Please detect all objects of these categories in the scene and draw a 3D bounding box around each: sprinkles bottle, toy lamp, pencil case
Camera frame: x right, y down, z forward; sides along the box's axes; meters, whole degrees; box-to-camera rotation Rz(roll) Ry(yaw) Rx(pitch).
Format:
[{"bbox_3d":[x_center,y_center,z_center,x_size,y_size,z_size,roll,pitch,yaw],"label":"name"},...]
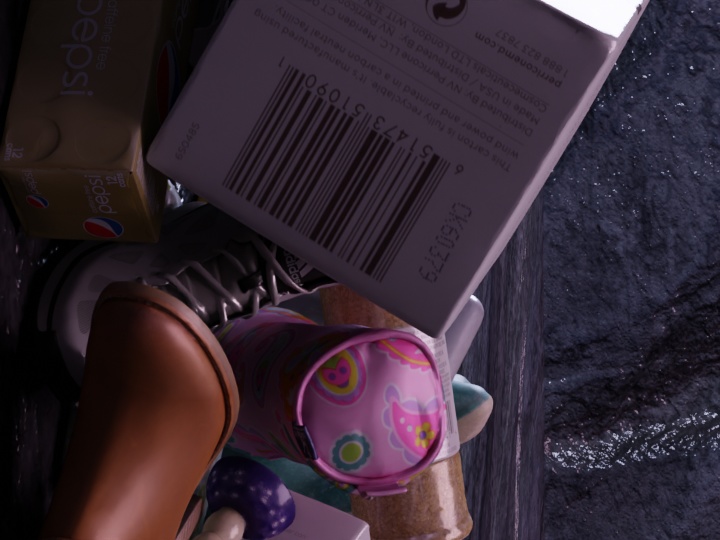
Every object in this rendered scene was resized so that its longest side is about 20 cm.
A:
[{"bbox_3d":[0.015,0.051,1.530,0.068,0.068,0.200,-49,132,-74],"label":"sprinkles bottle"},{"bbox_3d":[-0.104,0.178,1.415,0.200,0.058,0.058,-50,146,-39],"label":"toy lamp"},{"bbox_3d":[-0.025,0.064,1.420,0.200,0.087,0.088,-170,-100,-69],"label":"pencil case"}]

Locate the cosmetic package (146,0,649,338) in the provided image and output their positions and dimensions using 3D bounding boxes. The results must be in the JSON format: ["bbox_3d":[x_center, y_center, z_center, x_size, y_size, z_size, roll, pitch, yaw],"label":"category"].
[{"bbox_3d":[0.025,-0.095,1.360,0.165,0.165,0.200,-59,178,17],"label":"cosmetic package"}]

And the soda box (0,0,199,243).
[{"bbox_3d":[-0.120,-0.114,1.358,0.064,0.068,0.200,77,18,-57],"label":"soda box"}]

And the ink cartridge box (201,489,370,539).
[{"bbox_3d":[-0.068,0.232,1.509,0.200,0.084,0.146,-55,153,-32],"label":"ink cartridge box"}]

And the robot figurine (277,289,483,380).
[{"bbox_3d":[0.000,0.000,1.638,0.170,0.113,0.200,40,51,-22],"label":"robot figurine"}]

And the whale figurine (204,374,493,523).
[{"bbox_3d":[-0.021,0.111,1.669,0.104,0.200,0.159,55,-4,-10],"label":"whale figurine"}]

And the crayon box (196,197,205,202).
[{"bbox_3d":[-0.067,0.001,1.738,0.127,0.051,0.200,-75,164,-54],"label":"crayon box"}]

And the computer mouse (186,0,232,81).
[{"bbox_3d":[-0.072,-0.129,1.477,0.200,0.044,0.110,121,-14,-48],"label":"computer mouse"}]

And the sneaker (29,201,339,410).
[{"bbox_3d":[-0.074,0.000,1.401,0.200,0.115,0.076,-39,109,-55],"label":"sneaker"}]

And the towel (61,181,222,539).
[{"bbox_3d":[-0.110,0.072,1.520,0.171,0.048,0.200,78,16,-56],"label":"towel"}]

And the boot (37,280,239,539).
[{"bbox_3d":[-0.127,0.114,1.294,0.155,0.077,0.200,-55,167,-42],"label":"boot"}]
